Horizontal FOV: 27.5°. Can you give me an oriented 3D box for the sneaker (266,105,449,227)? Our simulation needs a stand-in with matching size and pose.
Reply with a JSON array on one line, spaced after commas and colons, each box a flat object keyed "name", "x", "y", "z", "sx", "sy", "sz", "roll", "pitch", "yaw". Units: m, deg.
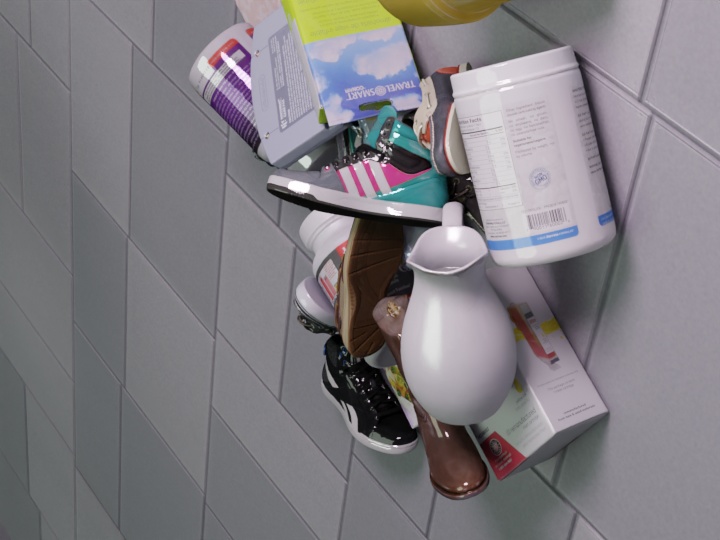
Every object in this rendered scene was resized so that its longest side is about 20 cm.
[{"name": "sneaker", "x": 0.004, "y": -0.121, "z": 1.594, "sx": 0.084, "sy": 0.199, "sz": 0.121, "roll": 138, "pitch": 141, "yaw": -82}]

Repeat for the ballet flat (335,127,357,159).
[{"name": "ballet flat", "x": -0.012, "y": -0.203, "z": 1.794, "sx": 0.072, "sy": 0.072, "sz": 0.201, "roll": 13, "pitch": 115, "yaw": 56}]

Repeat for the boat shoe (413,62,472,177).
[{"name": "boat shoe", "x": 0.087, "y": -0.156, "z": 1.546, "sx": 0.200, "sy": 0.062, "sz": 0.071, "roll": -80, "pitch": -27, "yaw": -55}]

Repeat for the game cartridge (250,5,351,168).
[{"name": "game cartridge", "x": -0.076, "y": -0.228, "z": 1.750, "sx": 0.133, "sy": 0.040, "sz": 0.201, "roll": -27, "pitch": 59, "yaw": 35}]

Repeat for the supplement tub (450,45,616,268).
[{"name": "supplement tub", "x": 0.173, "y": -0.113, "z": 1.469, "sx": 0.132, "sy": 0.132, "sz": 0.201, "roll": -3, "pitch": 102, "yaw": 59}]

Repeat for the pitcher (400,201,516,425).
[{"name": "pitcher", "x": 0.102, "y": 0.043, "z": 1.541, "sx": 0.172, "sy": 0.121, "sz": 0.201, "roll": -72, "pitch": -22, "yaw": -58}]

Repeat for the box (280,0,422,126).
[{"name": "box", "x": -0.009, "y": -0.254, "z": 1.671, "sx": 0.048, "sy": 0.121, "sz": 0.201, "roll": 105, "pitch": 150, "yaw": -69}]

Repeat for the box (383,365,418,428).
[{"name": "box", "x": 0.046, "y": 0.103, "z": 1.884, "sx": 0.201, "sy": 0.041, "sz": 0.039, "roll": 65, "pitch": 148, "yaw": 14}]

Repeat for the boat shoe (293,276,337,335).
[{"name": "boat shoe", "x": -0.049, "y": 0.055, "z": 1.885, "sx": 0.069, "sy": 0.057, "sz": 0.200, "roll": 54, "pitch": -170, "yaw": 14}]

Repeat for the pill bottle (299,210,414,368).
[{"name": "pill bottle", "x": 0.011, "y": 0.010, "z": 1.817, "sx": 0.200, "sy": 0.116, "sz": 0.116, "roll": 57, "pitch": 147, "yaw": 23}]

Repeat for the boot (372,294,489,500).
[{"name": "boot", "x": 0.074, "y": 0.135, "z": 1.630, "sx": 0.186, "sy": 0.064, "sz": 0.201, "roll": -122, "pitch": 11, "yaw": -64}]

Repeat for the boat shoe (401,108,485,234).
[{"name": "boat shoe", "x": 0.111, "y": -0.102, "z": 1.641, "sx": 0.201, "sy": 0.066, "sz": 0.072, "roll": 59, "pitch": 147, "yaw": 21}]

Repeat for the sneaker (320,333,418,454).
[{"name": "sneaker", "x": 0.006, "y": 0.151, "z": 1.942, "sx": 0.200, "sy": 0.073, "sz": 0.112, "roll": 39, "pitch": 138, "yaw": 45}]

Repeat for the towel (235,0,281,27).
[{"name": "towel", "x": -0.096, "y": -0.350, "z": 1.881, "sx": 0.191, "sy": 0.032, "sz": 0.200, "roll": 60, "pitch": 151, "yaw": 18}]

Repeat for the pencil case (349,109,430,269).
[{"name": "pencil case", "x": 0.054, "y": -0.103, "z": 1.711, "sx": 0.083, "sy": 0.091, "sz": 0.201, "roll": -22, "pitch": 88, "yaw": 32}]

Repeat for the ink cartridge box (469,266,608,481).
[{"name": "ink cartridge box", "x": 0.166, "y": 0.112, "z": 1.647, "sx": 0.200, "sy": 0.083, "sz": 0.145, "roll": 62, "pitch": 148, "yaw": 17}]

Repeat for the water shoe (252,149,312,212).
[{"name": "water shoe", "x": -0.106, "y": -0.154, "z": 1.958, "sx": 0.201, "sy": 0.079, "sz": 0.072, "roll": 64, "pitch": 149, "yaw": 14}]

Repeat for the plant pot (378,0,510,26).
[{"name": "plant pot", "x": 0.125, "y": -0.336, "z": 1.390, "sx": 0.188, "sy": 0.200, "sz": 0.202, "roll": 5, "pitch": 111, "yaw": 41}]

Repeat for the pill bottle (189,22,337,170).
[{"name": "pill bottle", "x": -0.114, "y": -0.209, "z": 1.866, "sx": 0.200, "sy": 0.111, "sz": 0.111, "roll": 46, "pitch": 145, "yaw": 9}]

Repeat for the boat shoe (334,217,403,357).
[{"name": "boat shoe", "x": 0.000, "y": 0.000, "z": 1.698, "sx": 0.072, "sy": 0.072, "sz": 0.201, "roll": 45, "pitch": 139, "yaw": 50}]
